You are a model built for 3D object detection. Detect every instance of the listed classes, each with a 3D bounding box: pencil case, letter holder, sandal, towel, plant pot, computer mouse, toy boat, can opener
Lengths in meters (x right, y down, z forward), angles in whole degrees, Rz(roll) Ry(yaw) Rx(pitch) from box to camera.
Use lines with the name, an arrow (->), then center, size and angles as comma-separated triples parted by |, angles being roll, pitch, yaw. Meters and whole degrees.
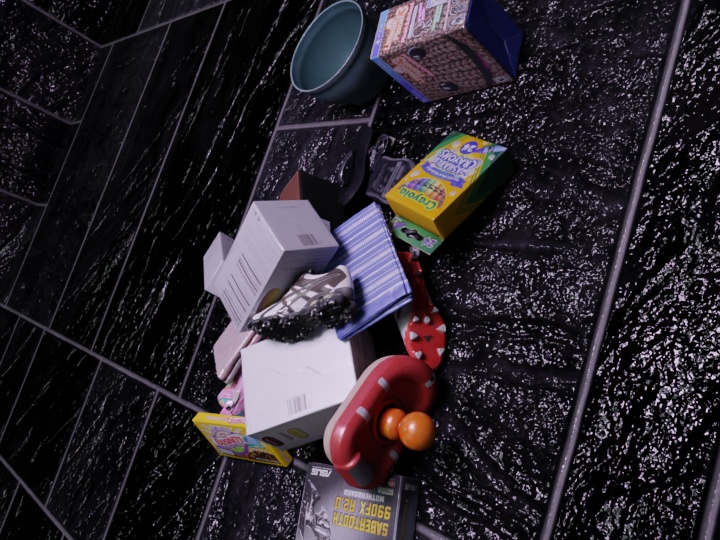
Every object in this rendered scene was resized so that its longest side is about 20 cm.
pencil case -> -0.185, 0.192, 1.201 | 0.200, 0.087, 0.087 | -51, 44, 10
letter holder -> -0.106, -0.061, 1.215 | 0.142, 0.100, 0.200 | -43, 41, 40
sandal -> -0.021, -0.202, 1.226 | 0.076, 0.043, 0.200 | -46, 26, 48
towel -> -0.218, 0.109, 1.250 | 0.191, 0.032, 0.200 | -54, 19, 1
plant pot -> -0.026, -0.421, 1.305 | 0.200, 0.134, 0.201 | -22, 56, 37
computer mouse -> 0.061, -0.165, 1.163 | 0.139, 0.053, 0.200 | -61, 30, 7
toy boat -> 0.051, 0.215, 0.901 | 0.131, 0.131, 0.200 | 5, 48, 44
towel -> 0.000, 0.000, 1.020 | 0.145, 0.024, 0.200 | -34, 50, 20
can opener -> 0.063, -0.034, 1.098 | 0.200, 0.079, 0.063 | -25, 93, 39

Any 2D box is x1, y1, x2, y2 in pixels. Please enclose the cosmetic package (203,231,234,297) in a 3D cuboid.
cosmetic package -> -0.261, -0.001, 1.315 | 0.071, 0.101, 0.200 | -56, 22, 8

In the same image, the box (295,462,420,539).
box -> -0.010, 0.381, 0.967 | 0.200, 0.048, 0.159 | -7, 66, 43

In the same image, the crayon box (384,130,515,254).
crayon box -> 0.131, -0.129, 1.021 | 0.200, 0.052, 0.126 | -45, 42, -11

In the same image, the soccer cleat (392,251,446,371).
soccer cleat -> 0.084, 0.067, 1.019 | 0.085, 0.068, 0.200 | 117, 139, -67

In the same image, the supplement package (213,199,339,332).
supplement package -> -0.143, -0.006, 1.056 | 0.110, 0.114, 0.200 | 56, 132, 27

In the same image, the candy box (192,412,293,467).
candy box -> -0.219, 0.307, 1.173 | 0.200, 0.102, 0.026 | -7, 31, 43

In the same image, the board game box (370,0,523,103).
board game box -> 0.148, -0.385, 1.098 | 0.200, 0.159, 0.097 | -1, 70, 45

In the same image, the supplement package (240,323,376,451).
supplement package -> -0.078, 0.183, 1.048 | 0.200, 0.111, 0.156 | -23, 55, 17

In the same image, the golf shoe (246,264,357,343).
golf shoe -> -0.090, 0.053, 1.009 | 0.200, 0.078, 0.095 | -17, 50, 27
